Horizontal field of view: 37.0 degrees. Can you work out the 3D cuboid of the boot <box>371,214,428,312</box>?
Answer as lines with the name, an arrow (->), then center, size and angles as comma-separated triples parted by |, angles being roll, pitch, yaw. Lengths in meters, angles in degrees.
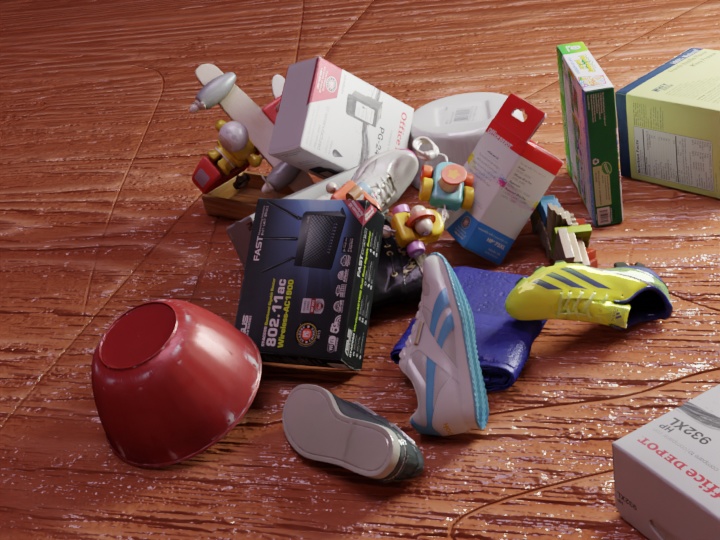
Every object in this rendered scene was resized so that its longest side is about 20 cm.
boot -> 0.000, 0.000, 1.403 | 0.150, 0.073, 0.200 | -19, 35, -14

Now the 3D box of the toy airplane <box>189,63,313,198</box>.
toy airplane -> -0.164, -0.209, 1.628 | 0.200, 0.199, 0.141 | 6, 7, 14

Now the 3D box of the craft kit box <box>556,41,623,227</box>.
craft kit box -> 0.318, -0.193, 1.498 | 0.048, 0.200, 0.198 | -11, 29, 1

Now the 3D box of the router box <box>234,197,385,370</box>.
router box -> -0.062, 0.014, 1.286 | 0.150, 0.062, 0.200 | 2, 74, 25

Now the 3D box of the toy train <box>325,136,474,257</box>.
toy train -> 0.059, -0.104, 1.369 | 0.200, 0.056, 0.150 | -38, 74, -28

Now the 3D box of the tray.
tray -> -0.144, -0.110, 1.693 | 0.200, 0.037, 0.099 | 12, 36, 38

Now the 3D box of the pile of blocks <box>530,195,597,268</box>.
pile of blocks -> 0.269, -0.056, 1.390 | 0.062, 0.082, 0.200 | -6, 29, -3

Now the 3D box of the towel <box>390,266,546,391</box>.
towel -> 0.137, 0.069, 1.254 | 0.147, 0.050, 0.200 | 10, 34, 22

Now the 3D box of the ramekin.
ramekin -> 0.166, -0.204, 1.681 | 0.200, 0.098, 0.201 | -9, 29, 5

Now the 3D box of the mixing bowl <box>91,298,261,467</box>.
mixing bowl -> -0.223, 0.106, 1.194 | 0.200, 0.108, 0.200 | -17, 41, 15

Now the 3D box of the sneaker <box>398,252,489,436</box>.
sneaker -> 0.080, 0.076, 1.141 | 0.081, 0.077, 0.200 | -13, 65, 17

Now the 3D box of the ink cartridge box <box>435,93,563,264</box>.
ink cartridge box -> 0.191, -0.123, 1.427 | 0.067, 0.200, 0.116 | 25, 14, -27

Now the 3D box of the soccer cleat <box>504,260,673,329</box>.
soccer cleat -> 0.262, 0.034, 1.213 | 0.200, 0.065, 0.084 | -5, 41, -19

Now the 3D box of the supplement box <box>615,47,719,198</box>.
supplement box -> 0.505, -0.213, 1.531 | 0.200, 0.134, 0.200 | -31, 34, -32

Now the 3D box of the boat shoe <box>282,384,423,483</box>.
boat shoe -> -0.011, 0.173, 1.121 | 0.062, 0.073, 0.200 | 23, -4, -38

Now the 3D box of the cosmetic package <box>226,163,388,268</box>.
cosmetic package -> -0.075, -0.070, 1.507 | 0.200, 0.090, 0.107 | -30, 6, -24

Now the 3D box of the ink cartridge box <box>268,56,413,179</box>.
ink cartridge box -> -0.024, -0.208, 1.605 | 0.200, 0.145, 0.083 | 21, -17, -38

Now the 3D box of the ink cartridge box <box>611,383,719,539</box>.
ink cartridge box -> 0.343, 0.173, 0.939 | 0.200, 0.084, 0.145 | -23, 31, -21

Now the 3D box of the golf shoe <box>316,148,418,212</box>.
golf shoe -> 0.010, -0.090, 1.428 | 0.200, 0.075, 0.091 | -39, 30, -15
